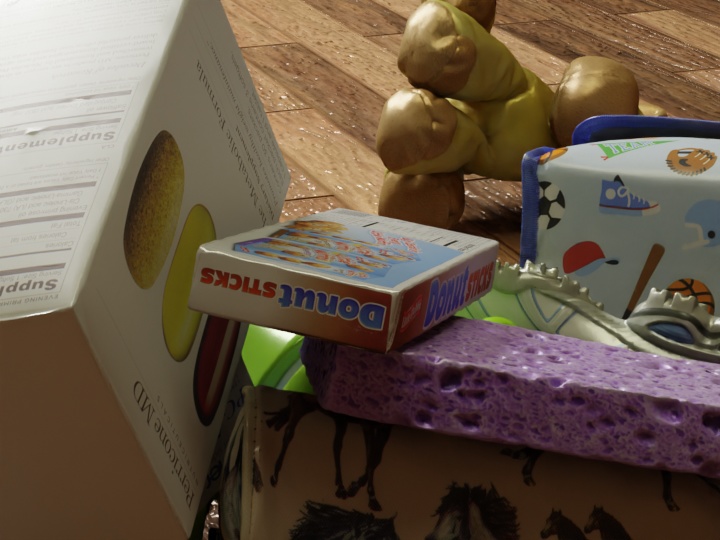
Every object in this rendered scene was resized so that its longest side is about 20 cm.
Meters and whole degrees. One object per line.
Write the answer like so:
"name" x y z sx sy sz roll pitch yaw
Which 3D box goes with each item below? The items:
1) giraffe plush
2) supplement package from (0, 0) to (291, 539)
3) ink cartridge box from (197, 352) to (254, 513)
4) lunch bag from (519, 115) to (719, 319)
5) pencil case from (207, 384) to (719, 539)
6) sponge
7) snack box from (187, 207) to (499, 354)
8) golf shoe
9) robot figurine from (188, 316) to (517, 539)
"giraffe plush" 0.110 -0.086 1.386 0.161 0.174 0.200 13 -14 12
"supplement package" -0.108 -0.005 0.800 0.109 0.114 0.201 -8 39 18
"ink cartridge box" -0.131 0.099 0.811 0.094 0.044 0.200 14 47 39
"lunch bag" 0.182 -0.018 1.168 0.169 0.125 0.200 4 4 17
"pencil case" 0.045 0.101 0.797 0.199 0.090 0.078 10 -3 -8
"sponge" 0.080 0.045 0.802 0.199 0.030 0.112 11 7 -6
"snack box" 0.000 0.000 0.815 0.071 0.024 0.200 13 8 12
"golf shoe" 0.088 0.048 0.984 0.199 0.098 0.078 13 -3 26
"robot figurine" -0.016 0.059 0.928 0.175 0.116 0.200 -19 26 -24
